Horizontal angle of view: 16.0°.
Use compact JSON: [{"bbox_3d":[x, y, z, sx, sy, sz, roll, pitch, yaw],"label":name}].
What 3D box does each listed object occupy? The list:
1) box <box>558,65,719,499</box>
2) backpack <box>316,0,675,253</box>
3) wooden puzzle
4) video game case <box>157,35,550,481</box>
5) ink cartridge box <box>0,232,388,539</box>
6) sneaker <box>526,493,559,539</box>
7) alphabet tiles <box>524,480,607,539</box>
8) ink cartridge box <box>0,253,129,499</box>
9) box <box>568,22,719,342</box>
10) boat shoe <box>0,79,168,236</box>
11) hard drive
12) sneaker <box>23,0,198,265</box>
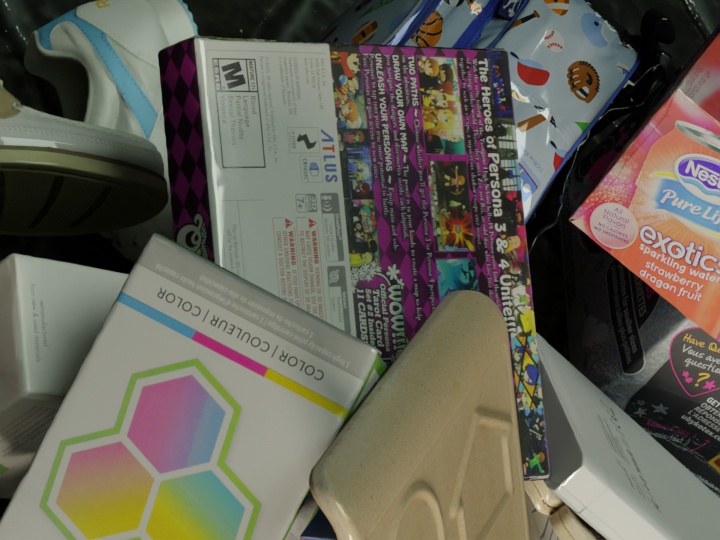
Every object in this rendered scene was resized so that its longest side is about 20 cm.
[{"bbox_3d":[0.191,0.009,1.387,0.132,0.115,0.201,32,32,-23],"label":"box"},{"bbox_3d":[0.034,-0.061,1.285,0.154,0.200,0.191,35,54,-13],"label":"backpack"},{"bbox_3d":[0.026,0.133,1.056,0.185,0.046,0.201,-50,133,-57],"label":"wooden puzzle"},{"bbox_3d":[0.000,0.000,1.128,0.181,0.036,0.201,-3,85,-39],"label":"video game case"},{"bbox_3d":[-0.080,0.099,1.017,0.103,0.059,0.201,27,84,10],"label":"ink cartridge box"},{"bbox_3d":[0.081,0.131,1.291,0.087,0.074,0.201,14,58,-40],"label":"sneaker"},{"bbox_3d":[0.127,0.123,1.271,0.196,0.015,0.200,54,14,21],"label":"alphabet tiles"},{"bbox_3d":[-0.097,0.058,1.146,0.199,0.117,0.068,12,60,-38],"label":"ink cartridge box"},{"bbox_3d":[0.196,-0.063,1.282,0.103,0.095,0.200,40,34,2],"label":"box"},{"bbox_3d":[-0.182,-0.062,1.153,0.199,0.075,0.069,6,61,-23],"label":"boat shoe"},{"bbox_3d":[0.148,0.119,1.261,0.200,0.027,0.132,41,15,-28],"label":"hard drive"},{"bbox_3d":[-0.100,-0.034,1.236,0.080,0.077,0.201,-16,80,-21],"label":"sneaker"}]
